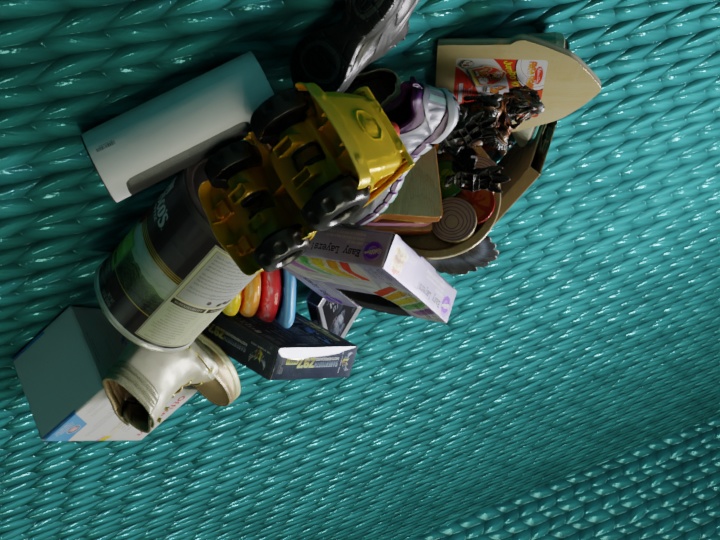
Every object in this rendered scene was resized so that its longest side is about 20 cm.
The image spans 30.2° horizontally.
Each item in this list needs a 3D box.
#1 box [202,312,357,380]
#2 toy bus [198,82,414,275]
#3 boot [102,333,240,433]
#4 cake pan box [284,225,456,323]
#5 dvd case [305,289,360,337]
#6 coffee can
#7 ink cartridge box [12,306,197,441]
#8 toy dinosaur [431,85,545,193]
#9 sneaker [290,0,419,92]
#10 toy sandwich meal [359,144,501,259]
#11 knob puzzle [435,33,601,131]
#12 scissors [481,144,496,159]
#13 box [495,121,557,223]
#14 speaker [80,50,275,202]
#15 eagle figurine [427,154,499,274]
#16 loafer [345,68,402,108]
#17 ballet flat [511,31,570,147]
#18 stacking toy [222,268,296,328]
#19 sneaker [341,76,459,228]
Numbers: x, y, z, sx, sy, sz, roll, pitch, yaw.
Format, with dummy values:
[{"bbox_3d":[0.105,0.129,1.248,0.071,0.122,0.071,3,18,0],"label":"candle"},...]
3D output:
[{"bbox_3d":[-0.127,0.085,1.782,0.157,0.200,0.051,1,110,-50],"label":"box"},{"bbox_3d":[-0.042,-0.101,1.395,0.200,0.136,0.192,-39,168,35],"label":"toy bus"},{"bbox_3d":[-0.236,0.143,1.669,0.072,0.155,0.200,-5,135,32],"label":"boot"},{"bbox_3d":[0.000,0.000,1.641,0.200,0.184,0.052,40,66,-56],"label":"cake pan box"},{"bbox_3d":[-0.022,0.026,1.890,0.151,0.025,0.200,-58,165,-19],"label":"dvd case"},{"bbox_3d":[-0.195,-0.019,1.546,0.146,0.147,0.200,1,143,-48],"label":"coffee can"},{"bbox_3d":[-0.324,0.139,1.751,0.128,0.125,0.200,-39,155,24],"label":"ink cartridge box"},{"bbox_3d":[0.122,-0.157,1.574,0.200,0.136,0.102,-36,121,12],"label":"toy dinosaur"},{"bbox_3d":[0.003,-0.244,1.409,0.091,0.076,0.200,-12,155,-49],"label":"sneaker"},{"bbox_3d":[0.077,-0.108,1.623,0.205,0.206,0.070,-22,163,-15],"label":"toy sandwich meal"},{"bbox_3d":[0.190,-0.232,1.615,0.219,0.031,0.220,2,154,1],"label":"knob puzzle"},{"bbox_3d":[0.119,-0.110,1.875,0.073,0.014,0.200,-9,149,-41],"label":"scissors"},{"bbox_3d":[0.194,-0.116,1.812,0.200,0.021,0.164,-49,-169,40],"label":"box"},{"bbox_3d":[-0.182,-0.150,1.380,0.200,0.081,0.081,-27,157,-5],"label":"speaker"},{"bbox_3d":[0.071,-0.071,1.729,0.199,0.151,0.152,-6,139,-27],"label":"eagle figurine"},{"bbox_3d":[-0.035,-0.178,1.503,0.200,0.076,0.068,-30,157,-20],"label":"loafer"},{"bbox_3d":[0.209,-0.233,1.690,0.062,0.068,0.200,6,145,-7],"label":"ballet flat"},{"bbox_3d":[-0.185,0.015,1.710,0.199,0.110,0.116,-2,-169,-17],"label":"stacking toy"},{"bbox_3d":[0.019,-0.137,1.505,0.087,0.074,0.200,20,117,-46],"label":"sneaker"}]
